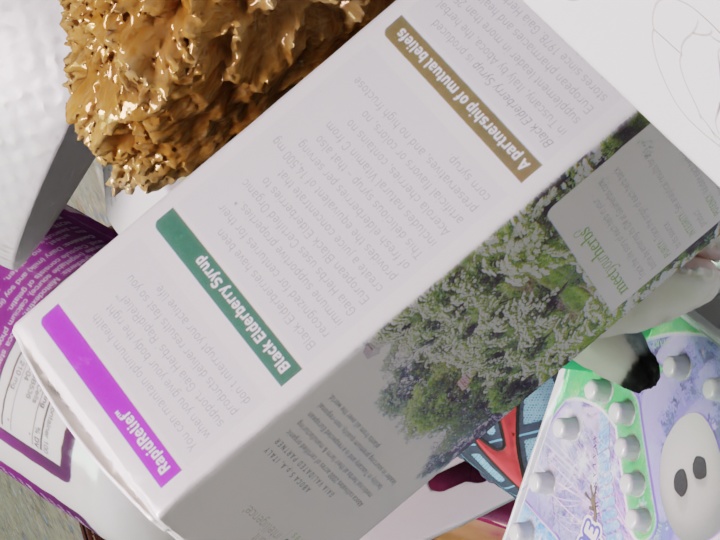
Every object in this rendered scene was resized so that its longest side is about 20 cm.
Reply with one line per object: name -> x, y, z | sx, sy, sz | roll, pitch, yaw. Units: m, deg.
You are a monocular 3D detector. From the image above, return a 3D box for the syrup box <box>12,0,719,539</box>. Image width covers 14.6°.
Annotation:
syrup box -> 0.015, -0.008, 0.745 | 0.081, 0.200, 0.079 | 51, -179, 34

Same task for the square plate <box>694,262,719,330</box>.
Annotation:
square plate -> 0.143, 0.009, 0.803 | 0.200, 0.028, 0.198 | 65, 163, -4

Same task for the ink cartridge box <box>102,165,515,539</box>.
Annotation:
ink cartridge box -> 0.000, 0.000, 1.043 | 0.200, 0.115, 0.068 | 50, 154, 34

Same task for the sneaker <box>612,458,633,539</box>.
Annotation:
sneaker -> 0.128, 0.126, 0.950 | 0.088, 0.075, 0.200 | -137, 23, -74

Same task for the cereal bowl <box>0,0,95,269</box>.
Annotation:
cereal bowl -> -0.123, -0.104, 1.095 | 0.083, 0.200, 0.200 | 28, 159, -1

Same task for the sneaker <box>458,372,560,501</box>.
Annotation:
sneaker -> 0.048, 0.031, 0.967 | 0.079, 0.095, 0.200 | -100, -4, -66

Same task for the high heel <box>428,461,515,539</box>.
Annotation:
high heel -> 0.048, 0.109, 1.045 | 0.200, 0.096, 0.067 | 44, 157, 10

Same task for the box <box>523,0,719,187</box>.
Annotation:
box -> 0.103, -0.111, 0.624 | 0.200, 0.106, 0.152 | 49, 157, 37

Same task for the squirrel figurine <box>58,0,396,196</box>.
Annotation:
squirrel figurine -> -0.036, -0.118, 0.759 | 0.141, 0.187, 0.200 | 2, 108, 34

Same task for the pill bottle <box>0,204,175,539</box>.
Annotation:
pill bottle -> -0.100, 0.048, 1.160 | 0.200, 0.112, 0.112 | 29, 144, 34

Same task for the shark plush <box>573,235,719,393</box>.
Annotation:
shark plush -> 0.032, -0.032, 0.846 | 0.200, 0.091, 0.083 | 34, 108, 44

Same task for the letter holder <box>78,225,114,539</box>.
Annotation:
letter holder -> -0.086, 0.083, 1.350 | 0.101, 0.142, 0.200 | 40, 151, 50

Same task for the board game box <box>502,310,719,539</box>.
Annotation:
board game box -> 0.087, 0.123, 0.853 | 0.200, 0.026, 0.200 | 43, 122, 53
